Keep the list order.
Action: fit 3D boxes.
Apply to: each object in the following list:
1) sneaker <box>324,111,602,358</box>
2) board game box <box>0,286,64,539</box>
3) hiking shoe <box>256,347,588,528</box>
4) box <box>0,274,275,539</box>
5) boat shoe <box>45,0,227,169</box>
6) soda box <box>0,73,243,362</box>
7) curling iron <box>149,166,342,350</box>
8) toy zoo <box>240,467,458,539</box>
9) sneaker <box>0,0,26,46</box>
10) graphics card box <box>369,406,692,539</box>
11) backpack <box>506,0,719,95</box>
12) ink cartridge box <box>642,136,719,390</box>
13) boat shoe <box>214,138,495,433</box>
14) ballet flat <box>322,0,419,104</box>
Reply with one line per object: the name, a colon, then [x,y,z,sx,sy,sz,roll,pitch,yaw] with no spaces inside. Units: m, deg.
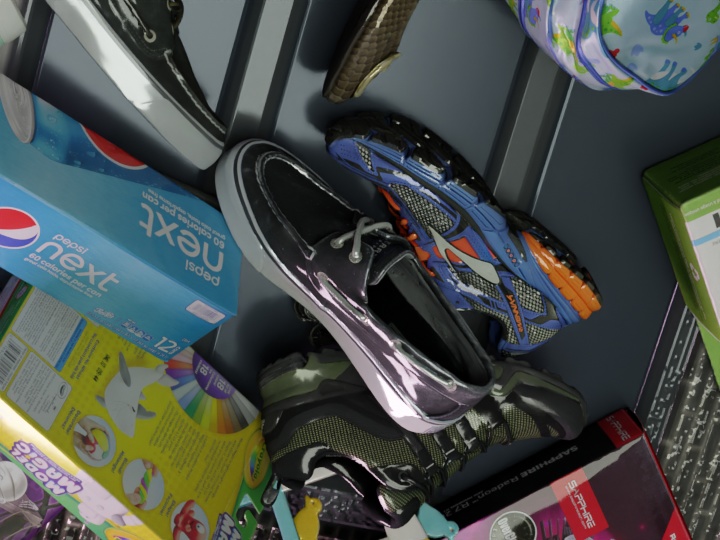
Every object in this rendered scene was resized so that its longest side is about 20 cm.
sneaker: [0.052,-0.016,1.374,0.200,0.075,0.078,39,100,-20]
board game box: [-0.235,0.065,1.360,0.120,0.032,0.200,-45,112,1]
hiking shoe: [0.036,0.103,1.392,0.198,0.076,0.101,3,77,-8]
box: [-0.132,0.087,1.347,0.200,0.118,0.048,44,139,-21]
boat shoe: [-0.130,-0.142,1.289,0.057,0.069,0.200,-38,111,2]
soda box: [-0.159,-0.032,1.289,0.199,0.068,0.064,33,132,-30]
curling iron: [-0.070,-0.013,1.370,0.199,0.026,0.050,34,101,-21]
toy zoo: [-0.035,0.187,1.412,0.199,0.020,0.132,-19,81,-2]
sneaker: [-0.273,-0.176,1.236,0.118,0.074,0.201,-34,116,-7]
graphics card box: [0.107,0.186,1.469,0.199,0.051,0.126,-26,111,-2]
backpack: [0.166,-0.195,1.303,0.200,0.154,0.163,-37,147,16]
ink cartridge box: [0.275,0.008,1.430,0.147,0.076,0.201,-24,111,-4]
boat shoe: [0.000,0.000,1.325,0.072,0.068,0.200,-36,88,-40]
ballet flat: [0.044,-0.174,1.320,0.046,0.067,0.201,32,93,-12]
